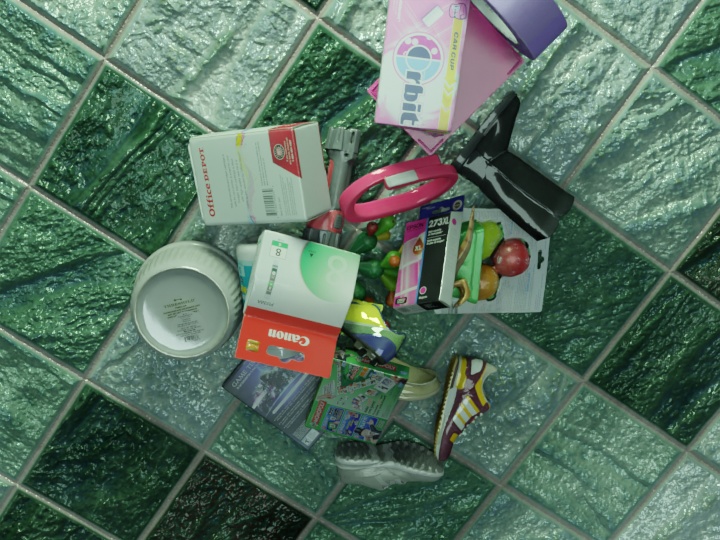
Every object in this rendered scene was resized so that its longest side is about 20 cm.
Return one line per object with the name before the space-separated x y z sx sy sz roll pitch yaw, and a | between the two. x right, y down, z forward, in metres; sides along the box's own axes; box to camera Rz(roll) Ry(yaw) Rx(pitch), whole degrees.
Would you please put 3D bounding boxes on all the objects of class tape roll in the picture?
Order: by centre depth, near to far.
tape roll | 0.197 -0.389 1.163 0.066 0.200 0.200 -43 102 13

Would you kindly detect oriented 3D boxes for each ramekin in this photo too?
ramekin | -0.292 0.056 1.402 0.200 0.105 0.201 -1 104 -2

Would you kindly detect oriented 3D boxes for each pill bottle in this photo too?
pill bottle | -0.143 0.043 1.398 0.111 0.111 0.200 -6 103 0

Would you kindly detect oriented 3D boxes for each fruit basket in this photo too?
fruit basket | 0.224 -0.018 1.419 0.200 0.094 0.186 -2 106 -17

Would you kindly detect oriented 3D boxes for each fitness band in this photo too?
fitness band | 0.061 -0.129 1.327 0.200 0.144 0.037 -15 75 -24

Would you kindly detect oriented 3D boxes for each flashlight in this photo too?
flashlight | -0.048 -0.134 1.368 0.068 0.068 0.200 9 90 -5

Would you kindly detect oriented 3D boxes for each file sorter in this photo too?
file sorter | 0.127 -0.306 1.309 0.139 0.125 0.200 44 98 -10

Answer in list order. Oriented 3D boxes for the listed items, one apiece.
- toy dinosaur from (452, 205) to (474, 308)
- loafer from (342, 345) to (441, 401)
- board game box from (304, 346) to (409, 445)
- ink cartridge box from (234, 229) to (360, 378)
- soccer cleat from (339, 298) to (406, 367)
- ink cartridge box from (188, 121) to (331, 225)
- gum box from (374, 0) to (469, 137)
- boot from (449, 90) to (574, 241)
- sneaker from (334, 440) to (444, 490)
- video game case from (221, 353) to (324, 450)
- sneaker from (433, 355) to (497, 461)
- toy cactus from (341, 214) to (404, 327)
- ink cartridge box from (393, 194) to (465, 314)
toy dinosaur | 0.139 0.004 1.337 0.200 0.060 0.106 -42 88 21
loafer | 0.046 0.177 1.457 0.200 0.076 0.068 8 111 -3
board game box | -0.009 0.218 1.425 0.134 0.029 0.200 17 133 -5
ink cartridge box | -0.097 0.053 1.297 0.161 0.050 0.200 15 73 -16
soccer cleat | -0.008 0.073 1.371 0.084 0.065 0.200 -42 65 -13
ink cartridge box | -0.160 -0.153 1.322 0.200 0.083 0.146 0 107 28
gum box | 0.086 -0.298 1.211 0.113 0.066 0.200 7 102 -1
boot | 0.270 -0.169 1.357 0.200 0.066 0.165 38 92 0
sneaker | 0.052 0.361 1.518 0.199 0.075 0.082 6 119 3
video game case | -0.127 0.214 1.492 0.200 0.019 0.143 39 100 -9
sneaker | 0.186 0.254 1.482 0.090 0.075 0.200 11 105 1
toy cactus | 0.000 0.000 1.411 0.165 0.102 0.200 12 113 5
ink cartridge box | 0.111 -0.031 1.328 0.037 0.095 0.200 33 58 -38
